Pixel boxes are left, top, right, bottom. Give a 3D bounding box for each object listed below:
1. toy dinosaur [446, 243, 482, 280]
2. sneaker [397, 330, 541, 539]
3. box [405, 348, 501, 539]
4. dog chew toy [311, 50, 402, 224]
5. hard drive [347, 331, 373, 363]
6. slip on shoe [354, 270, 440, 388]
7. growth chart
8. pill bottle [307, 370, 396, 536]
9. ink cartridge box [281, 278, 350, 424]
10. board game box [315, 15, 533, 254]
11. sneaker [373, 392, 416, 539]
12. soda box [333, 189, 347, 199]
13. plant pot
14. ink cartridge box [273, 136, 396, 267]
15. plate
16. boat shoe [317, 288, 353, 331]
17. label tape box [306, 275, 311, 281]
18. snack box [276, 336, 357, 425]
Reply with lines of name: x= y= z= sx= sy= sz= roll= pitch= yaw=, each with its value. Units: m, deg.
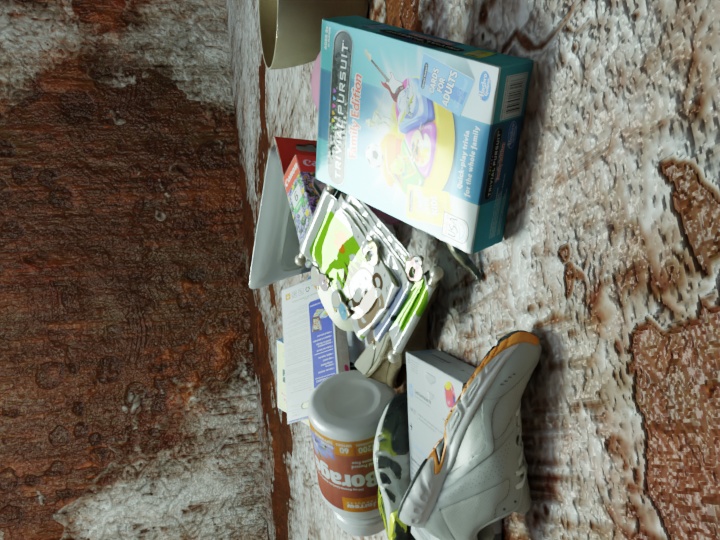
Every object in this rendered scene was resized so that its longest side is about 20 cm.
toy dinosaur: x=0.076 y=-0.093 z=0.689 sx=0.088 sy=0.047 sz=0.203 roll=-174 pitch=78 yaw=-65
sneaker: x=0.110 y=0.143 z=0.590 sx=0.076 sy=0.091 sz=0.202 roll=-31 pitch=-33 yaw=-62
box: x=0.088 y=0.191 z=0.717 sx=0.156 sy=0.041 sz=0.203 roll=-166 pitch=72 yaw=-74
dog chew toy: x=0.019 y=-0.149 z=0.769 sx=0.124 sy=0.123 sz=0.203 roll=153 pitch=105 yaw=-74
hard drive: x=-0.006 y=0.107 z=1.097 sx=0.201 sy=0.025 sz=0.133 roll=107 pitch=156 yaw=-54
slip on shoe: x=0.051 y=0.073 z=0.808 sx=0.060 sy=0.076 sz=0.201 roll=40 pitch=140 yaw=8
growth chart: x=0.000 y=0.000 z=0.757 sx=0.200 sy=0.018 sz=0.146 roll=45 pitch=131 yaw=34
pill bottle: x=-0.002 y=0.236 z=0.917 sx=0.113 sy=0.111 sz=0.202 roll=-116 pitch=17 yaw=-56
ink cartridge box: x=-0.063 y=0.108 z=1.020 sx=0.094 sy=0.037 sz=0.202 roll=-20 pitch=59 yaw=29
board game box: x=0.043 y=-0.123 z=0.631 sx=0.199 sy=0.047 sz=0.153 roll=29 pitch=126 yaw=38
sneaker: x=0.044 y=0.237 z=0.833 sx=0.085 sy=0.073 sz=0.203 roll=-162 pitch=70 yaw=-75
soda box: x=-0.007 y=-0.170 z=0.894 sx=0.063 sy=0.070 sz=0.202 roll=127 pitch=145 yaw=-45
plant pot: x=-0.062 y=-0.378 z=0.992 sx=0.200 sy=0.133 sz=0.203 roll=177 pitch=90 yaw=-76
ink cartridge box: x=-0.033 y=-0.099 z=0.903 sx=0.050 sy=0.108 sz=0.202 roll=-51 pitch=47 yaw=48
plate: x=-0.072 y=-0.079 z=1.038 sx=0.032 sy=0.199 sz=0.203 roll=21 pitch=110 yaw=28
boat shoe: x=-0.027 y=-0.022 z=0.964 sx=0.073 sy=0.063 sz=0.204 roll=-21 pitch=84 yaw=29
label tape box: x=-0.074 y=0.078 z=1.184 sx=0.144 sy=0.065 sz=0.202 roll=-71 pitch=-13 yaw=-59
snack box: x=-0.047 y=0.180 z=1.061 sx=0.199 sy=0.037 sz=0.118 roll=20 pitch=117 yaw=40
